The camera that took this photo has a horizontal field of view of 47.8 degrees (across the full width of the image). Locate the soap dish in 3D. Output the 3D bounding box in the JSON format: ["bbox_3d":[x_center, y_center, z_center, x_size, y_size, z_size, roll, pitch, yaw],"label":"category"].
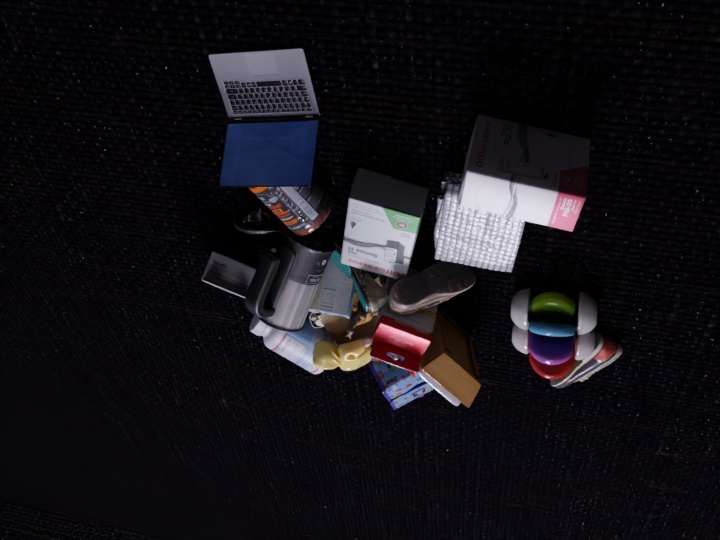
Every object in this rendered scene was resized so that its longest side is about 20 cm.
[{"bbox_3d":[0.185,0.178,1.765,0.081,0.202,0.157,-38,118,22],"label":"soap dish"}]

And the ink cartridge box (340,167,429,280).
[{"bbox_3d":[0.043,-0.085,1.581,0.143,0.084,0.202,15,143,4],"label":"ink cartridge box"}]

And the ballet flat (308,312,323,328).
[{"bbox_3d":[-0.056,0.081,1.836,0.071,0.073,0.199,32,140,-19],"label":"ballet flat"}]

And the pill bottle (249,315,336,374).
[{"bbox_3d":[-0.161,0.155,1.934,0.198,0.110,0.108,32,140,-17],"label":"pill bottle"}]

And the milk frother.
[{"bbox_3d":[-0.179,-0.010,1.656,0.178,0.200,0.192,7,116,-41],"label":"milk frother"}]

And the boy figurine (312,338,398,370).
[{"bbox_3d":[-0.011,0.183,1.801,0.194,0.066,0.125,-6,155,-9],"label":"boy figurine"}]

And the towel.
[{"bbox_3d":[0.221,-0.093,1.503,0.161,0.087,0.202,13,144,9],"label":"towel"}]

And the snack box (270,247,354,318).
[{"bbox_3d":[-0.109,0.027,1.751,0.195,0.119,0.037,10,171,11],"label":"snack box"}]

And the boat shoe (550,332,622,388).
[{"bbox_3d":[0.487,0.206,1.773,0.061,0.072,0.201,23,138,-12],"label":"boat shoe"}]

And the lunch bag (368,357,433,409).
[{"bbox_3d":[0.119,0.253,1.925,0.148,0.095,0.201,-29,146,-1],"label":"lunch bag"}]

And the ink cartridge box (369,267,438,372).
[{"bbox_3d":[0.095,0.096,1.682,0.113,0.203,0.068,18,143,-5],"label":"ink cartridge box"}]

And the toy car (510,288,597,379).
[{"bbox_3d":[0.390,0.137,1.656,0.170,0.152,0.202,5,141,16],"label":"toy car"}]

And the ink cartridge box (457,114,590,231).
[{"bbox_3d":[0.270,-0.162,1.344,0.195,0.149,0.084,13,142,5],"label":"ink cartridge box"}]

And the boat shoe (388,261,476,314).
[{"bbox_3d":[0.142,0.036,1.648,0.195,0.077,0.072,-13,157,-20],"label":"boat shoe"}]

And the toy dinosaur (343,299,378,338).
[{"bbox_3d":[0.012,0.089,1.746,0.059,0.199,0.109,21,111,27],"label":"toy dinosaur"}]

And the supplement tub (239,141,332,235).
[{"bbox_3d":[-0.149,-0.167,1.541,0.105,0.109,0.200,-19,129,38],"label":"supplement tub"}]

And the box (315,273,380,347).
[{"bbox_3d":[0.011,0.117,1.822,0.161,0.021,0.202,-32,129,1],"label":"box"}]

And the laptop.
[{"bbox_3d":[-0.174,-0.263,1.407,0.182,0.117,0.203,2,132,19],"label":"laptop"}]

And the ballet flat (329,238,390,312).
[{"bbox_3d":[0.000,0.000,1.680,0.074,0.201,0.069,-26,146,-15],"label":"ballet flat"}]

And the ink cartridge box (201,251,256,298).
[{"bbox_3d":[-0.277,0.014,1.767,0.113,0.068,0.200,22,175,-6],"label":"ink cartridge box"}]
